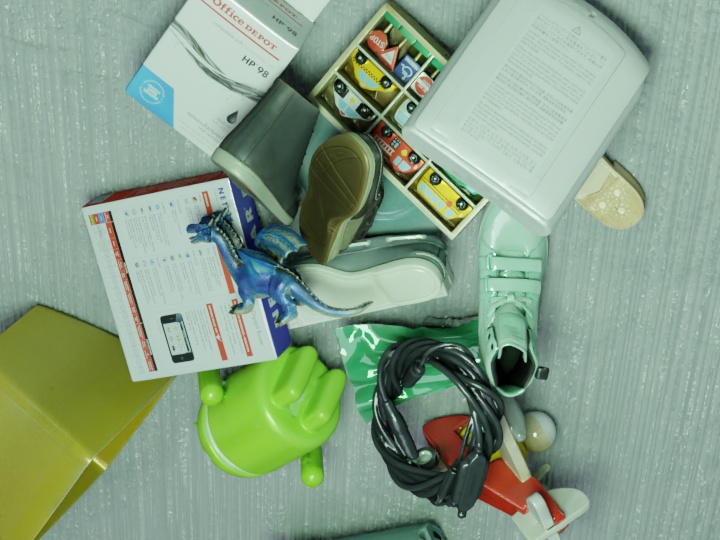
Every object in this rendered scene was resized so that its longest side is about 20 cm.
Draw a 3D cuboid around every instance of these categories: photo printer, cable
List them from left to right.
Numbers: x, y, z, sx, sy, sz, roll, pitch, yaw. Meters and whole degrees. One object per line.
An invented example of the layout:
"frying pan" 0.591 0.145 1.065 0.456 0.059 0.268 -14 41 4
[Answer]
"cable" 0.076 0.146 1.625 0.163 0.050 0.202 39 135 37
"photo printer" 0.157 -0.158 1.445 0.166 0.201 0.069 34 169 2

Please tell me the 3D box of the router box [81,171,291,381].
"router box" -0.184 0.007 1.686 0.178 0.049 0.202 -9 104 21

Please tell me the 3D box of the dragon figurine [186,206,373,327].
"dragon figurine" -0.088 -0.004 1.575 0.198 0.059 0.100 13 125 32

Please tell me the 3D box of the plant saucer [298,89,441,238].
"plant saucer" 0.022 -0.106 1.593 0.199 0.039 0.203 7 124 10

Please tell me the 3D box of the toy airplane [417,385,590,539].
"toy airplane" 0.168 0.210 1.695 0.199 0.141 0.200 44 157 1

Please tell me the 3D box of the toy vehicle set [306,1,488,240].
"toy vehicle set" 0.059 -0.143 1.517 0.200 0.026 0.124 44 111 6

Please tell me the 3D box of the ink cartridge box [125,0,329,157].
"ink cartridge box" -0.128 -0.222 1.543 0.115 0.067 0.200 36 124 -9

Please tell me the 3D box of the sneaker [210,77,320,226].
"sneaker" -0.074 -0.114 1.564 0.075 0.200 0.107 37 87 12

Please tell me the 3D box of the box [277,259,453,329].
"box" -0.001 0.020 1.680 0.198 0.039 0.042 -13 118 23

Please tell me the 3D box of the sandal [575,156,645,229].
"sandal" 0.187 -0.101 1.530 0.211 0.070 0.078 35 123 -9

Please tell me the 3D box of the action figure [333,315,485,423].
"action figure" 0.083 0.088 1.693 0.198 0.055 0.119 -12 117 14

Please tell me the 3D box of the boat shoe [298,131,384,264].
"boat shoe" -0.011 -0.079 1.533 0.074 0.064 0.200 55 153 13

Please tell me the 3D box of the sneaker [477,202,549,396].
"sneaker" 0.156 0.024 1.575 0.073 0.118 0.203 0 110 -3

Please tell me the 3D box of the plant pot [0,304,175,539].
"plant pot" -0.358 0.162 1.789 0.176 0.200 0.200 41 124 2

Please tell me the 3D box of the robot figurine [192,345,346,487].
"robot figurine" -0.101 0.157 1.739 0.175 0.116 0.199 38 137 -20

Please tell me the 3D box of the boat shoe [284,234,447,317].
"boat shoe" 0.000 0.000 1.631 0.198 0.062 0.073 -6 133 30

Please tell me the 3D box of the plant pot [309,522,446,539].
"plant pot" 0.011 0.388 1.832 0.194 0.201 0.202 -17 117 16
